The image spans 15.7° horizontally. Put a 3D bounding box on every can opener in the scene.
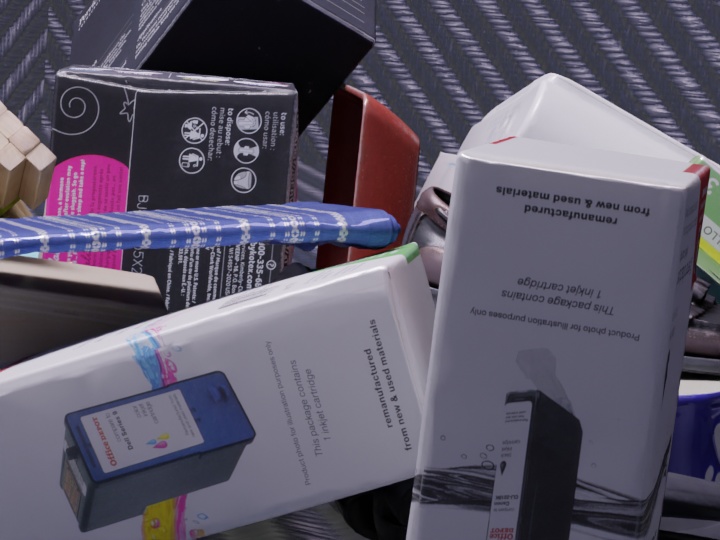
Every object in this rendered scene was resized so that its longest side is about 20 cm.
[{"bbox_3d":[0.089,0.105,1.147,0.199,0.064,0.079,4,29,-23],"label":"can opener"}]

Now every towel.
[{"bbox_3d":[-0.094,-0.013,1.160,0.199,0.024,0.145,-4,3,-16],"label":"towel"}]

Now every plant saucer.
[{"bbox_3d":[0.000,0.000,1.431,0.037,0.201,0.200,5,6,-5],"label":"plant saucer"}]

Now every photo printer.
[{"bbox_3d":[0.164,-0.036,1.590,0.199,0.070,0.166,29,-13,-9],"label":"photo printer"}]

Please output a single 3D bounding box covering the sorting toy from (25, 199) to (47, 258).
[{"bbox_3d":[-0.143,-0.026,1.634,0.107,0.181,0.200,4,3,42],"label":"sorting toy"}]

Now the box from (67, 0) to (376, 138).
[{"bbox_3d":[-0.084,-0.140,1.526,0.104,0.200,0.182,28,34,-21],"label":"box"}]

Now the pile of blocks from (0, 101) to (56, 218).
[{"bbox_3d":[-0.220,-0.038,1.320,0.062,0.082,0.200,-42,16,-24],"label":"pile of blocks"}]

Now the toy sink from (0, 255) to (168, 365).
[{"bbox_3d":[-0.198,0.050,1.234,0.199,0.113,0.130,9,5,-9],"label":"toy sink"}]

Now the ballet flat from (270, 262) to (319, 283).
[{"bbox_3d":[-0.050,0.061,1.240,0.069,0.070,0.200,4,-24,-4],"label":"ballet flat"}]

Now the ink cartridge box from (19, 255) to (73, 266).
[{"bbox_3d":[-0.244,0.036,1.338,0.199,0.110,0.050,8,6,30],"label":"ink cartridge box"}]

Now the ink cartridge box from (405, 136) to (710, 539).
[{"bbox_3d":[0.071,0.058,0.952,0.083,0.201,0.144,9,7,10],"label":"ink cartridge box"}]

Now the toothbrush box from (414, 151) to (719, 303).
[{"bbox_3d":[0.134,0.021,1.511,0.200,0.086,0.146,33,-11,-33],"label":"toothbrush box"}]

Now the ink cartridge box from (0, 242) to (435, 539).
[{"bbox_3d":[-0.065,0.059,1.088,0.199,0.088,0.145,-15,3,7],"label":"ink cartridge box"}]

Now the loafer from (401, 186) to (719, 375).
[{"bbox_3d":[0.112,0.006,1.305,0.199,0.063,0.072,12,9,18],"label":"loafer"}]

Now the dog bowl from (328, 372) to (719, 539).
[{"bbox_3d":[0.085,0.084,1.285,0.199,0.079,0.200,4,6,0],"label":"dog bowl"}]

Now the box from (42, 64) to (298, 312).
[{"bbox_3d":[-0.103,-0.005,1.394,0.131,0.201,0.115,5,7,-4],"label":"box"}]

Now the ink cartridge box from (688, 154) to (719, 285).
[{"bbox_3d":[0.222,0.001,1.403,0.145,0.048,0.200,41,5,3],"label":"ink cartridge box"}]
